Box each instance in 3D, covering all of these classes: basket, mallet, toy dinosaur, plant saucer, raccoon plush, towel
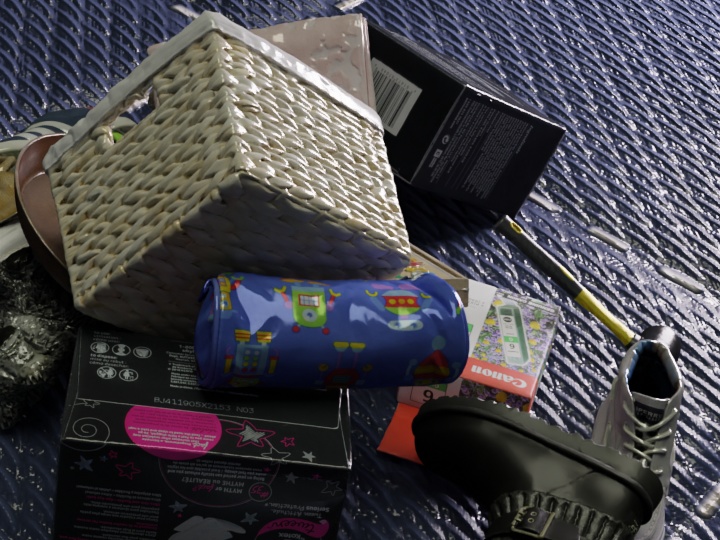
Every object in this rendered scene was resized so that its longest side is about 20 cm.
[{"bbox_3d":[-0.098,-0.047,1.225,0.200,0.198,0.161,26,38,-43],"label":"basket"},{"bbox_3d":[0.198,0.021,1.411,0.200,0.041,0.066,47,38,6],"label":"mallet"},{"bbox_3d":[-0.296,-0.064,1.387,0.200,0.058,0.101,-40,24,-14],"label":"toy dinosaur"},{"bbox_3d":[-0.199,-0.026,1.312,0.200,0.034,0.200,34,29,-22],"label":"plant saucer"},{"bbox_3d":[-0.214,0.054,1.287,0.200,0.097,0.134,-3,45,-18],"label":"raccoon plush"},{"bbox_3d":[-0.084,-0.124,1.455,0.200,0.191,0.032,-7,-6,6],"label":"towel"}]

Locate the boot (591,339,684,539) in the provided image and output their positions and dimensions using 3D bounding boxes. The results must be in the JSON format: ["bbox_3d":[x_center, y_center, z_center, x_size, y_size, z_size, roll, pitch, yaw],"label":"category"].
[{"bbox_3d":[0.210,0.138,1.264,0.073,0.096,0.200,11,36,1],"label":"boot"}]

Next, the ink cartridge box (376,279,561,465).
[{"bbox_3d":[0.092,0.086,1.344,0.109,0.050,0.200,17,36,8],"label":"ink cartridge box"}]

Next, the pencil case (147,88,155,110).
[{"bbox_3d":[-0.097,-0.139,1.547,0.200,0.078,0.089,33,51,3],"label":"pencil case"}]

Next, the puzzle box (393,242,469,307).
[{"bbox_3d":[0.000,0.000,1.392,0.133,0.025,0.200,0,11,-16],"label":"puzzle box"}]

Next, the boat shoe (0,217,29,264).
[{"bbox_3d":[-0.240,-0.012,1.382,0.200,0.071,0.069,-24,51,-37],"label":"boat shoe"}]

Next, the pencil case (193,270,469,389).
[{"bbox_3d":[-0.021,0.040,1.164,0.200,0.078,0.087,0,65,-18],"label":"pencil case"}]

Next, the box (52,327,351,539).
[{"bbox_3d":[-0.114,0.132,1.178,0.200,0.115,0.132,7,34,-8],"label":"box"}]

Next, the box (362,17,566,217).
[{"bbox_3d":[0.075,-0.142,1.542,0.148,0.104,0.200,38,14,34],"label":"box"}]

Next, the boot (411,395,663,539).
[{"bbox_3d":[0.098,0.183,1.181,0.211,0.079,0.158,16,54,32],"label":"boot"}]

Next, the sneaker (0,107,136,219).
[{"bbox_3d":[-0.302,-0.103,1.501,0.200,0.075,0.084,-17,34,-38],"label":"sneaker"}]

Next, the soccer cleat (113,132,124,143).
[{"bbox_3d":[-0.204,-0.091,1.487,0.200,0.081,0.068,-16,43,-35],"label":"soccer cleat"}]
